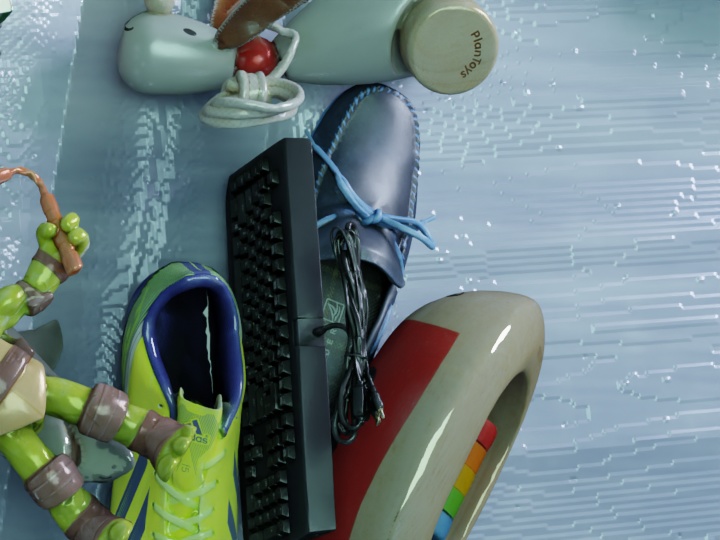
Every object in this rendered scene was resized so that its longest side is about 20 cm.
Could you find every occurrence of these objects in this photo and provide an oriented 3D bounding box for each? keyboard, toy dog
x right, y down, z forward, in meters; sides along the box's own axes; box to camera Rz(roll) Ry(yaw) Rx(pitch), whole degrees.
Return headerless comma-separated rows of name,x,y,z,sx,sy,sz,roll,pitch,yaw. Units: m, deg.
keyboard,-0.032,0.033,1.318,0.020,0.127,0.202,7,70,-34
toy dog,-0.019,-0.141,1.370,0.199,0.132,0.097,-11,109,-29

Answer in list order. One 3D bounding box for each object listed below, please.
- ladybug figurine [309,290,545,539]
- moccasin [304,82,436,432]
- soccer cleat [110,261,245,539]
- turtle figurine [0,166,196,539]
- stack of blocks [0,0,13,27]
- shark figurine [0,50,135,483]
ladybug figurine,0.025,0.095,1.349,0.072,0.136,0.201,24,72,16
moccasin,0.000,0.000,1.377,0.080,0.068,0.202,13,79,-17
soccer cleat,-0.087,0.095,1.325,0.064,0.084,0.202,0,83,-19
turtle figurine,-0.165,0.065,1.213,0.161,0.064,0.200,38,63,-3
stack of blocks,-0.271,-0.126,1.275,0.199,0.115,0.059,-13,87,-21
shark figurine,-0.179,0.015,1.315,0.089,0.128,0.216,-18,81,-50
